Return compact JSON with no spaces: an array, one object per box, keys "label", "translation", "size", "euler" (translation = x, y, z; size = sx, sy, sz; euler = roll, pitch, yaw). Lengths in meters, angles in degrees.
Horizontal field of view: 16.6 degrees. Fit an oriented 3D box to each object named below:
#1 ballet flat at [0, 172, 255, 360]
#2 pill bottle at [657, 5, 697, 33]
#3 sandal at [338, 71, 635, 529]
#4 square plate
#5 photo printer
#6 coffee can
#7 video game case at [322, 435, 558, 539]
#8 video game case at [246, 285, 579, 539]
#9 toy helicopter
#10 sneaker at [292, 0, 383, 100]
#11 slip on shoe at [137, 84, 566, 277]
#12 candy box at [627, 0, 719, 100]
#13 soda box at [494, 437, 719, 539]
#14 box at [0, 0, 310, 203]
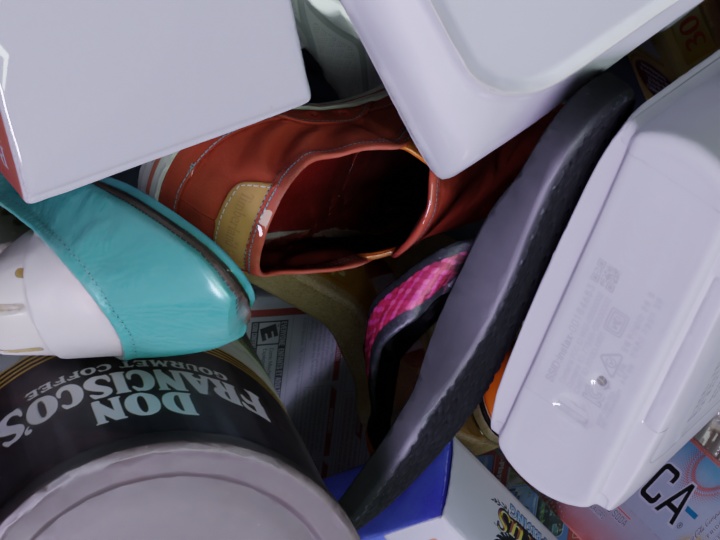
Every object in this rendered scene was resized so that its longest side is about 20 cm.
[{"label":"ballet flat","translation":[-0.116,-0.005,0.865],"size":[0.070,0.200,0.067],"euler":[-40,131,-19]},{"label":"pill bottle","translation":[0.158,-0.186,0.922],"size":[0.200,0.113,0.113],"euler":[-39,124,-9]},{"label":"sandal","translation":[0.034,0.008,0.891],"size":[0.200,0.045,0.075],"euler":[-63,167,22]},{"label":"square plate","translation":[0.071,-0.149,0.809],"size":[0.198,0.028,0.200],"euler":[-34,128,-3]},{"label":"photo printer","translation":[0.142,-0.017,0.941],"size":[0.200,0.069,0.167],"euler":[-35,153,-47]},{"label":"coffee can","translation":[-0.091,0.083,0.910],"size":[0.146,0.200,0.147],"euler":[-6,115,-14]},{"label":"video game case","translation":[0.007,0.163,1.032],"size":[0.200,0.046,0.181],"euler":[-22,128,30]},{"label":"video game case","translation":[0.027,0.069,1.077],"size":[0.199,0.017,0.143],"euler":[-3,114,-23]},{"label":"toy helicopter","translation":[0.000,0.000,0.972],"size":[0.079,0.133,0.200],"euler":[-25,144,34]},{"label":"sneaker","translation":[-0.025,-0.128,0.935],"size":[0.081,0.075,0.200],"euler":[-20,114,-4]},{"label":"slip on shoe","translation":[0.012,-0.032,0.901],"size":[0.200,0.061,0.074],"euler":[-9,127,-44]},{"label":"candy box","translation":[0.180,-0.094,1.048],"size":[0.117,0.056,0.200],"euler":[-33,122,-8]},{"label":"soda box","translation":[0.125,0.100,1.006],"size":[0.064,0.200,0.068],"euler":[-46,125,2]},{"label":"box","translation":[-0.109,-0.151,0.829],"size":[0.106,0.152,0.200],"euler":[-21,120,-17]}]
